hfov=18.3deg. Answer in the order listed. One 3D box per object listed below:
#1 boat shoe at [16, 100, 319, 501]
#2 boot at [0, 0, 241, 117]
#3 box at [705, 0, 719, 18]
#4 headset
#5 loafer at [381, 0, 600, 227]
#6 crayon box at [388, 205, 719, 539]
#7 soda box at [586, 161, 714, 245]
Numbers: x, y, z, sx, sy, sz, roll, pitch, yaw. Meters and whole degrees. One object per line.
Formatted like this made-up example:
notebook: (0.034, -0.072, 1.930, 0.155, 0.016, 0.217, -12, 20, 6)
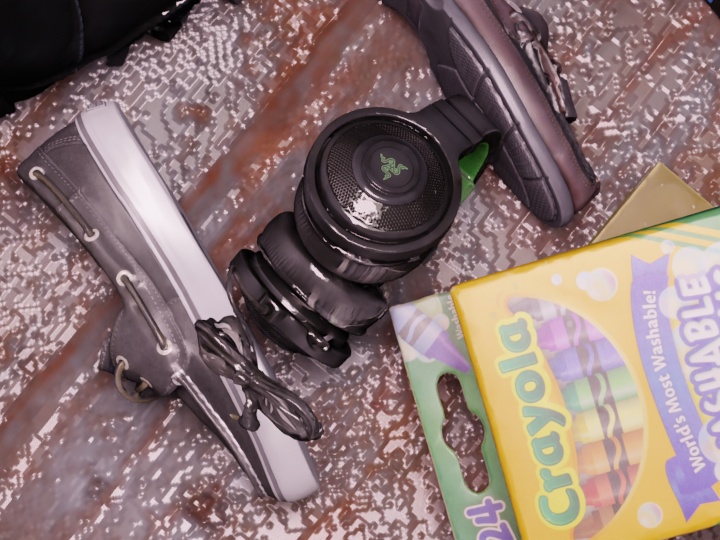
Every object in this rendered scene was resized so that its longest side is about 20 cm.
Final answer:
boat shoe: (-0.089, 0.022, 0.981, 0.066, 0.070, 0.201, -30, 82, -1)
boot: (-0.114, -0.131, 0.948, 0.162, 0.198, 0.074, -30, 85, -3)
box: (0.224, -0.209, 1.061, 0.200, 0.049, 0.160, -41, 86, -11)
headset: (0.000, 0.000, 0.935, 0.094, 0.124, 0.200, 45, 39, 10)
loafer: (0.058, -0.116, 1.020, 0.063, 0.072, 0.201, -31, 80, -14)
crayon box: (0.120, 0.048, 0.941, 0.199, 0.052, 0.127, -17, 89, 7)
soda box: (0.184, 0.045, 0.998, 0.200, 0.064, 0.068, 41, 79, 4)
